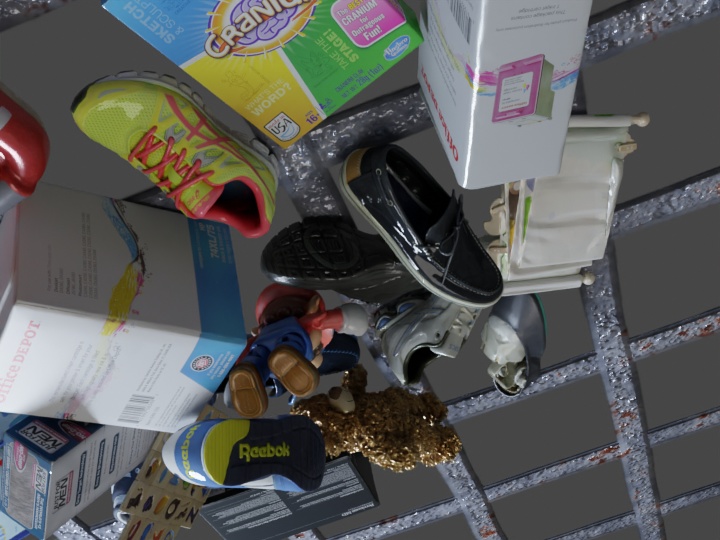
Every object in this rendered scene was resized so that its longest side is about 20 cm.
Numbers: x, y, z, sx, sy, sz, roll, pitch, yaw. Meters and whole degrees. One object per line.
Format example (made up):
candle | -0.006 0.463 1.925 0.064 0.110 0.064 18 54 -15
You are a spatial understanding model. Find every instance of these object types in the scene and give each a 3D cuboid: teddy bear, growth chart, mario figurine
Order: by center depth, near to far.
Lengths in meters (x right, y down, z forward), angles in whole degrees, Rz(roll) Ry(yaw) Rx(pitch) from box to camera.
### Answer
growth chart | 0.188 -0.061 0.945 0.143 0.018 0.202 2 119 -16
mario figurine | -0.061 0.084 0.950 0.122 0.200 0.107 11 109 3
teddy bear | 0.024 0.163 1.087 0.198 0.146 0.067 20 129 -15

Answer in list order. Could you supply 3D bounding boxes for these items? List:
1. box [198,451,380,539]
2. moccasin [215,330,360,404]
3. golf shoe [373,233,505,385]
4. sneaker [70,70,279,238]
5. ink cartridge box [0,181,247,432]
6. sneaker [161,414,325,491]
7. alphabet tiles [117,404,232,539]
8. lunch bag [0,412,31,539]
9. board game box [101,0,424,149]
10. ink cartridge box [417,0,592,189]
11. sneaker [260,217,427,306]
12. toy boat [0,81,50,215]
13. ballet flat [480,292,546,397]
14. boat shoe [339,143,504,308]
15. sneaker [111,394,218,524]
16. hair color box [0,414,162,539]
box | -0.093 0.266 1.230 0.198 0.079 0.142 -19 136 5
moccasin | -0.095 0.110 1.058 0.198 0.069 0.081 -6 139 -12
golf shoe | 0.102 0.045 1.023 0.078 0.098 0.200 24 125 -34
sneaker | -0.142 -0.089 0.802 0.199 0.091 0.078 24 129 -35
ink cartridge box | -0.227 0.036 0.875 0.198 0.147 0.147 13 133 -29
sneaker | -0.105 0.174 0.941 0.082 0.075 0.199 -10 161 31
alphabet tiles | -0.197 0.226 1.071 0.006 0.168 0.200 24 167 18
lunch bag | -0.332 0.163 1.008 0.199 0.128 0.171 -27 146 -27
board game box | -0.070 -0.196 0.739 0.152 0.041 0.200 -35 136 22
ink cartridge box | 0.100 -0.182 0.725 0.084 0.145 0.201 -9 139 -9
sneaker | 0.000 0.000 0.963 0.198 0.077 0.091 -1 144 -12
toy boat | -0.326 -0.088 0.716 0.130 0.132 0.200 -29 138 17
ballet flat | 0.168 0.086 1.093 0.072 0.074 0.201 -15 147 1
boat shoe | 0.066 -0.039 0.892 0.200 0.075 0.062 44 142 -19
sneaker | -0.219 0.209 1.103 0.070 0.109 0.200 22 128 -36
hair color box | -0.251 0.155 0.945 0.060 0.200 0.101 26 122 17
